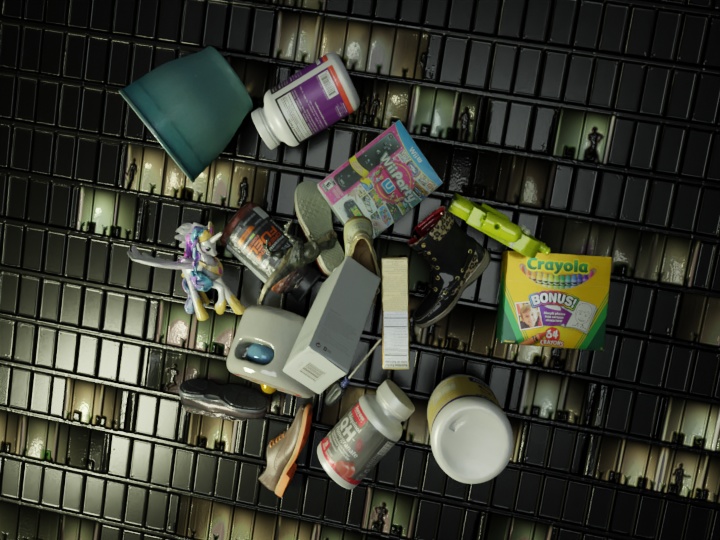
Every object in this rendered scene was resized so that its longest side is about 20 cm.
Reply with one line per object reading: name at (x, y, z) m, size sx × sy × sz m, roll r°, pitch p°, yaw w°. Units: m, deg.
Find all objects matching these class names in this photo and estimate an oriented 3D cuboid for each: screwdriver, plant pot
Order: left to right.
plant pot at (-0.311, -0.306, 0.985) m, size 0.187 × 0.200 × 0.201 m, roll -41°, pitch 90°, yaw -9°
screwdriver at (-0.017, 0.202, 1.037) m, size 0.028 × 0.028 × 0.202 m, roll 19°, pitch 121°, yaw -22°

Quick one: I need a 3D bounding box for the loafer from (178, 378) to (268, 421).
loafer at (-0.282, 0.277, 1.085) m, size 0.194 × 0.072 × 0.065 m, roll 11°, pitch 115°, yaw 10°

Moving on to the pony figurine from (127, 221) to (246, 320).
pony figurine at (-0.320, -0.008, 1.015) m, size 0.188 × 0.167 × 0.205 m, roll 8°, pitch 124°, yaw 27°

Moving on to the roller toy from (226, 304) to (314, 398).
roller toy at (-0.155, 0.160, 0.988) m, size 0.178 × 0.199 × 0.144 m, roll 23°, pitch 72°, yaw -16°

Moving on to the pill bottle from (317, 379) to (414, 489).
pill bottle at (0.014, 0.318, 1.034) m, size 0.110 × 0.111 × 0.201 m, roll 41°, pitch 96°, yaw 1°

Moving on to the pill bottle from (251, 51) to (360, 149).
pill bottle at (-0.105, -0.316, 0.996) m, size 0.196 × 0.112 × 0.115 m, roll -28°, pitch 92°, yaw 7°

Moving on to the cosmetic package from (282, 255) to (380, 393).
cosmetic package at (-0.045, 0.089, 0.888) m, size 0.080 × 0.203 × 0.113 m, roll 34°, pitch 140°, yaw -11°

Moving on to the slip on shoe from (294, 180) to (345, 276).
slip on shoe at (-0.084, -0.080, 1.038) m, size 0.072 × 0.061 × 0.205 m, roll -18°, pitch 81°, yaw -21°

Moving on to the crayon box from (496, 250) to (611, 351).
crayon box at (0.370, 0.055, 1.010) m, size 0.193 × 0.058 × 0.179 m, roll 3°, pitch 94°, yaw 5°

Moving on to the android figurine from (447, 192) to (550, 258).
android figurine at (0.251, -0.081, 0.950) m, size 0.196 × 0.182 × 0.042 m, roll 28°, pitch 105°, yaw 4°

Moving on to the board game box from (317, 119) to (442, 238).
board game box at (0.036, -0.163, 1.005) m, size 0.198 × 0.064 × 0.149 m, roll -38°, pitch 91°, yaw -4°

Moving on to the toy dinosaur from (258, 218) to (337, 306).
toy dinosaur at (-0.128, -0.034, 0.957) m, size 0.199 × 0.047 × 0.089 m, roll -39°, pitch 94°, yaw -17°

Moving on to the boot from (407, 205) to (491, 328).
boot at (0.141, -0.006, 0.992) m, size 0.200 × 0.073 × 0.151 m, roll -45°, pitch 115°, yaw 2°

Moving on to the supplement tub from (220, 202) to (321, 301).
supplement tub at (-0.171, -0.031, 1.026) m, size 0.199 × 0.107 × 0.108 m, roll 40°, pitch 96°, yaw 1°

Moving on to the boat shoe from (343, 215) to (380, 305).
boat shoe at (0.000, 0.000, 0.963) m, size 0.071 × 0.064 × 0.204 m, roll -9°, pitch 129°, yaw -1°

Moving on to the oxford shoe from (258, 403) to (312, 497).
oxford shoe at (-0.154, 0.360, 1.073) m, size 0.071 × 0.071 × 0.205 m, roll 22°, pitch 96°, yaw 8°

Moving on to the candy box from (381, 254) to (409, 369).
candy box at (0.068, 0.075, 1.009) m, size 0.053 × 0.115 × 0.207 m, roll -1°, pitch 94°, yaw 5°

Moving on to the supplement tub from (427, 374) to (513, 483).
supplement tub at (0.196, 0.281, 0.971) m, size 0.140 × 0.200 × 0.151 m, roll 0°, pitch 95°, yaw 5°
